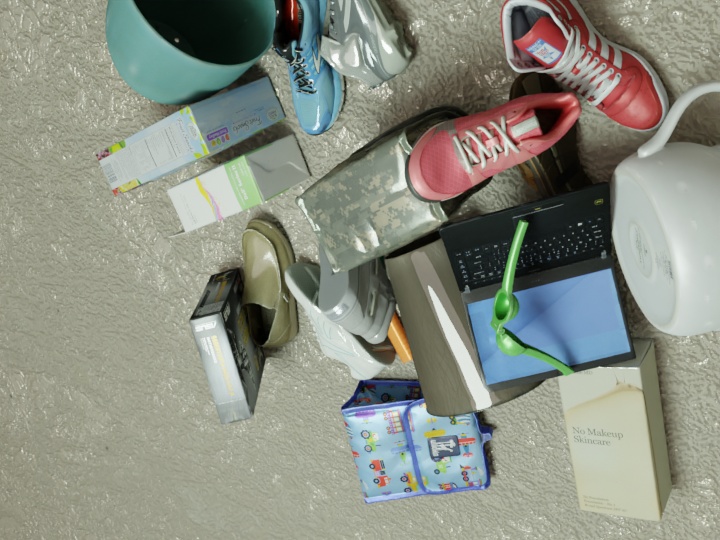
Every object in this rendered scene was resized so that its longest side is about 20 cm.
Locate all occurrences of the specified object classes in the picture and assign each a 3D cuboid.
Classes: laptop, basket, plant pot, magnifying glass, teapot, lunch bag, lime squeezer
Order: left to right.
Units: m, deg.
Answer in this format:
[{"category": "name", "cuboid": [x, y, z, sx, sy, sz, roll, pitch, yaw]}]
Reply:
[{"category": "plant pot", "cuboid": [-0.226, -0.303, 1.019, 0.202, 0.200, 0.160, 56, 140, -2]}, {"category": "magnifying glass", "cuboid": [0.021, 0.035, 1.119, 0.079, 0.022, 0.202, -25, 97, 39]}, {"category": "lunch bag", "cuboid": [0.051, -0.102, 0.921, 0.163, 0.200, 0.119, -25, 97, 35]}, {"category": "lunch bag", "cuboid": [0.091, 0.234, 1.139, 0.197, 0.094, 0.153, -8, 107, 23]}, {"category": "basket", "cuboid": [0.116, 0.056, 0.998, 0.179, 0.135, 0.203, -19, 97, 44]}, {"category": "lime squeezer", "cuboid": [0.169, 0.047, 0.850, 0.069, 0.038, 0.202, -18, 118, 11]}, {"category": "laptop", "cuboid": [0.192, 0.025, 0.863, 0.174, 0.105, 0.201, -15, 145, 9]}, {"category": "teapot", "cuboid": [0.339, -0.044, 0.790, 0.144, 0.201, 0.200, -17, 63, 2]}]

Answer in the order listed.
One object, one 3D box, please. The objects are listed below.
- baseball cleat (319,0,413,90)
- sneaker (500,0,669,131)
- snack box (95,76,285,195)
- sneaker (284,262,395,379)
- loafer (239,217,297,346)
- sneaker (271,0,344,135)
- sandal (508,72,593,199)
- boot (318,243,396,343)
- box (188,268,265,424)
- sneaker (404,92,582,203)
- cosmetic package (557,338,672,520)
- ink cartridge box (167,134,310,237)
[{"category": "baseball cleat", "cuboid": [-0.022, -0.307, 0.944, 0.105, 0.070, 0.202, -28, 95, 24]}, {"category": "sneaker", "cuboid": [0.218, -0.206, 0.812, 0.200, 0.112, 0.071, 46, 129, 6]}, {"category": "snack box", "cuboid": [-0.226, -0.179, 1.086, 0.198, 0.168, 0.069, -17, 104, 38]}, {"category": "sneaker", "cuboid": [-0.043, 0.077, 1.151, 0.201, 0.070, 0.080, 47, 132, 5]}, {"category": "loafer", "cuboid": [-0.137, 0.025, 1.188, 0.075, 0.067, 0.203, 3, 114, 31]}, {"category": "sneaker", "cuboid": [-0.078, -0.263, 0.997, 0.077, 0.090, 0.203, 6, 116, 31]}, {"category": "sandal", "cuboid": [0.208, -0.119, 0.898, 0.054, 0.081, 0.202, -5, 118, 58]}, {"category": "boot", "cuboid": [0.000, 0.000, 1.043, 0.073, 0.202, 0.095, -27, 130, 34]}, {"category": "box", "cuboid": [-0.188, 0.104, 1.182, 0.047, 0.200, 0.161, -14, 106, 3]}, {"category": "sneaker", "cuboid": [0.130, -0.131, 0.785, 0.075, 0.198, 0.087, 64, 159, -5]}, {"category": "cosmetic package", "cuboid": [0.304, 0.187, 0.969, 0.102, 0.073, 0.203, -3, 111, 34]}, {"category": "ink cartridge box", "cuboid": [-0.181, -0.114, 1.120, 0.198, 0.117, 0.068, -16, 102, 37]}]
